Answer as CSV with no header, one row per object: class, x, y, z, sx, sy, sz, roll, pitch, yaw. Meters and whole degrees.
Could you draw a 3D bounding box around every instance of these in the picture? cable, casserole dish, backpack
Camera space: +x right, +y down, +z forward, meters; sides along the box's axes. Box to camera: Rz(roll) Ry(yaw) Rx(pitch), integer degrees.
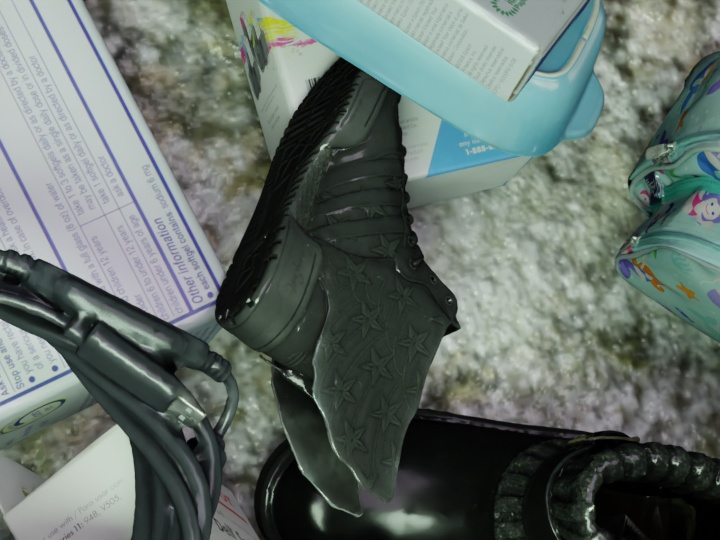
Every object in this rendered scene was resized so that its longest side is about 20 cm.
cable,-0.150,0.067,0.922,0.200,0.051,0.163,27,68,-13
casserole dish,0.032,-0.132,1.091,0.200,0.039,0.121,32,44,-4
backpack,0.220,-0.030,1.118,0.177,0.200,0.151,31,72,-4

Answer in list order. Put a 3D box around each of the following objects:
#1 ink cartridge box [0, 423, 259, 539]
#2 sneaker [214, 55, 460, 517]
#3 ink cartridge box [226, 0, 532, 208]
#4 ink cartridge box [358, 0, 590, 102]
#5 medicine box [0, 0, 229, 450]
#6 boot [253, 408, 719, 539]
ink cartridge box,-0.074,0.140,1.005,0.067,0.117,0.200,-38,62,5
sneaker,0.002,-0.001,1.067,0.104,0.060,0.200,36,56,-20
ink cartridge box,-0.001,-0.130,1.166,0.115,0.068,0.200,-13,80,-15
ink cartridge box,0.029,-0.187,1.081,0.200,0.043,0.196,35,43,4
medicine box,-0.186,-0.013,1.079,0.200,0.103,0.182,-26,83,-16
boot,0.068,0.107,1.066,0.211,0.158,0.080,-2,95,-13
